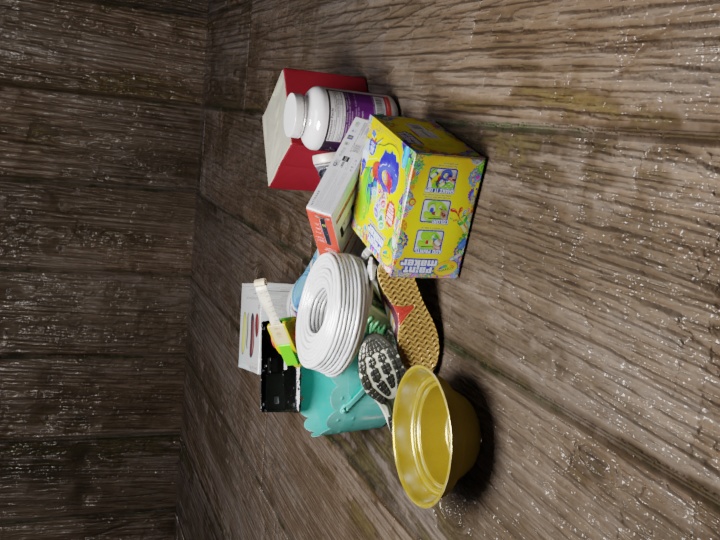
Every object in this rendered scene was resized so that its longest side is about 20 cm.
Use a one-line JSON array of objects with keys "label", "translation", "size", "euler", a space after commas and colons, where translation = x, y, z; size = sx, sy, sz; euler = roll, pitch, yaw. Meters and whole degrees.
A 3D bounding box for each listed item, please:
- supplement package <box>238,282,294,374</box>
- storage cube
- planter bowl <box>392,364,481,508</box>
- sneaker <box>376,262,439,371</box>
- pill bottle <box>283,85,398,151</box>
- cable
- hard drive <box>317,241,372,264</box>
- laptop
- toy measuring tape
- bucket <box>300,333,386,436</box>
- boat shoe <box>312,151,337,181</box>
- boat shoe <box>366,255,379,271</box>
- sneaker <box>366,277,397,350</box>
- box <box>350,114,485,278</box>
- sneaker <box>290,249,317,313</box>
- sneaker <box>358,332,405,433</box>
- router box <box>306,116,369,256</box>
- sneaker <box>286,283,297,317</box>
[{"label": "supplement package", "translation": [-0.193, 0.133, 1.949], "size": [0.191, 0.144, 0.205], "euler": [175, 97, -68]}, {"label": "storage cube", "translation": [-0.088, -0.278, 1.681], "size": [0.171, 0.176, 0.204], "euler": [132, 134, -58]}, {"label": "planter bowl", "translation": [0.122, 0.242, 1.231], "size": [0.200, 0.082, 0.206], "euler": [-178, 90, -69]}, {"label": "sneaker", "translation": [0.079, 0.075, 1.365], "size": [0.090, 0.073, 0.204], "euler": [68, -174, -89]}, {"label": "pill bottle", "translation": [-0.036, -0.272, 1.519], "size": [0.112, 0.196, 0.115], "euler": [-178, 90, -68]}, {"label": "cable", "translation": [-0.047, 0.071, 1.381], "size": [0.199, 0.068, 0.205], "euler": [-34, 48, 58]}, {"label": "hard drive", "translation": [-0.032, -0.055, 1.585], "size": [0.131, 0.027, 0.202], "euler": [-39, 31, 26]}, {"label": "laptop", "translation": [-0.146, 0.192, 1.670], "size": [0.198, 0.102, 0.182], "euler": [-11, 77, 47]}, {"label": "toy measuring tape", "translation": [-0.140, 0.087, 1.515], "size": [0.074, 0.072, 0.203], "euler": [45, 157, 61]}, {"label": "bucket", "translation": [-0.028, 0.201, 1.543], "size": [0.206, 0.132, 0.213], "euler": [-179, 90, -67]}, {"label": "boat shoe", "translation": [-0.038, -0.162, 1.518], "size": [0.200, 0.073, 0.095], "euler": [-11, -87, -80]}, {"label": "boat shoe", "translation": [0.000, 0.000, 1.580], "size": [0.198, 0.073, 0.076], "euler": [-19, 42, 47]}, {"label": "sneaker", "translation": [0.024, 0.091, 1.448], "size": [0.201, 0.087, 0.078], "euler": [53, 140, 41]}, {"label": "box", "translation": [0.083, -0.119, 1.312], "size": [0.200, 0.119, 0.197], "euler": [-128, 44, -58]}, {"label": "sneaker", "translation": [-0.083, 0.005, 1.684], "size": [0.090, 0.077, 0.203], "euler": [119, 173, -57]}, {"label": "sneaker", "translation": [0.047, 0.182, 1.367], "size": [0.089, 0.075, 0.203], "euler": [-101, -10, -67]}, {"label": "router box", "translation": [-0.018, -0.127, 1.442], "size": [0.181, 0.048, 0.203], "euler": [78, -146, -58]}, {"label": "sneaker", "translation": [-0.097, 0.106, 1.717], "size": [0.114, 0.071, 0.205], "euler": [-32, 53, 50]}]
